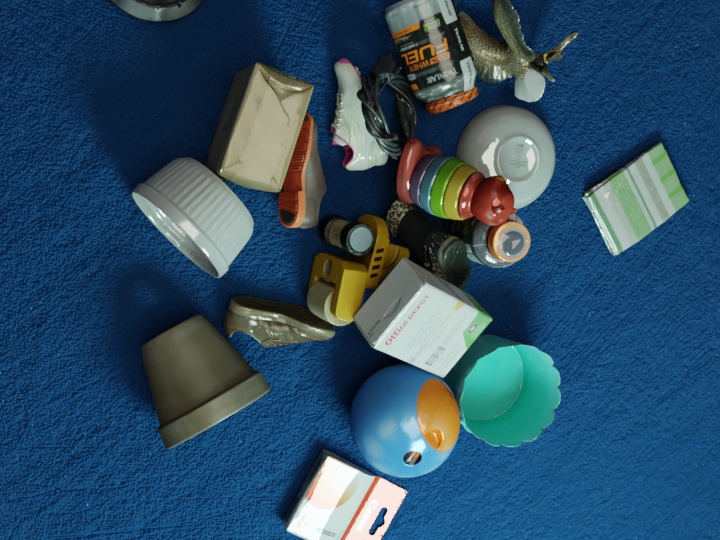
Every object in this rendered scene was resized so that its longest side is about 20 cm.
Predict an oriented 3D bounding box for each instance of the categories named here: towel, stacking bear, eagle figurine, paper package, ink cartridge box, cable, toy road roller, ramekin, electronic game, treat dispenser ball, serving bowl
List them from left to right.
[{"bbox_3d":[-0.338,-0.507,1.472,0.199,0.042,0.201,-1,93,-22],"label":"electronic game"},{"bbox_3d":[-0.267,-0.094,1.479,0.200,0.200,0.105,47,75,-17],"label":"ramekin"},{"bbox_3d":[-0.172,-0.232,1.480,0.103,0.200,0.192,17,92,-18],"label":"paper package"},{"bbox_3d":[-0.025,0.453,1.704,0.199,0.050,0.163,30,90,-15],"label":"ink cartridge box"},{"bbox_3d":[0.000,0.000,1.609,0.145,0.123,0.201,12,95,-29],"label":"toy road roller"},{"bbox_3d":[0.048,-0.271,1.560,0.051,0.200,0.164,-7,126,22],"label":"cable"},{"bbox_3d":[0.080,0.271,1.627,0.200,0.201,0.202,-2,99,-16],"label":"treat dispenser ball"},{"bbox_3d":[0.109,0.085,1.567,0.200,0.088,0.146,26,108,-44],"label":"ink cartridge box"},{"bbox_3d":[0.171,-0.138,1.542,0.121,0.199,0.114,7,105,-59],"label":"stacking bear"},{"bbox_3d":[0.260,-0.409,1.621,0.199,0.151,0.152,20,103,-29],"label":"eagle figurine"},{"bbox_3d":[0.282,-0.209,1.684,0.199,0.066,0.201,-2,98,-16],"label":"serving bowl"},{"bbox_3d":[0.548,-0.143,1.795,0.200,0.031,0.150,-34,108,-11],"label":"towel"}]

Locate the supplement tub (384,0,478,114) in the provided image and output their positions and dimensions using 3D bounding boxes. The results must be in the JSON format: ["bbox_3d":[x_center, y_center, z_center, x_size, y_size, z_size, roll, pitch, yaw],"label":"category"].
[{"bbox_3d":[0.129,-0.386,1.583,0.122,0.122,0.201,-26,104,-11],"label":"supplement tub"}]

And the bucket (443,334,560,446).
[{"bbox_3d":[0.261,0.222,1.706,0.206,0.135,0.208,-2,99,-15],"label":"bucket"}]

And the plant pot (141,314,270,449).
[{"bbox_3d":[-0.281,0.178,1.531,0.199,0.200,0.174,-30,89,-10],"label":"plant pot"}]

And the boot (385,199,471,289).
[{"bbox_3d":[0.124,-0.036,1.653,0.073,0.204,0.154,-43,64,-15],"label":"boot"}]

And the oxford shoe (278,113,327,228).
[{"bbox_3d":[-0.097,-0.174,1.590,0.072,0.071,0.201,5,95,-45],"label":"oxford shoe"}]

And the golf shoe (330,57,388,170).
[{"bbox_3d":[-0.017,-0.270,1.586,0.091,0.075,0.201,-22,102,-8],"label":"golf shoe"}]

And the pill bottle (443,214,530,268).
[{"bbox_3d":[0.231,-0.063,1.620,0.106,0.200,0.107,-2,99,-16],"label":"pill bottle"}]

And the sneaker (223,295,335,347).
[{"bbox_3d":[-0.147,0.102,1.617,0.199,0.071,0.076,16,112,-15],"label":"sneaker"}]
